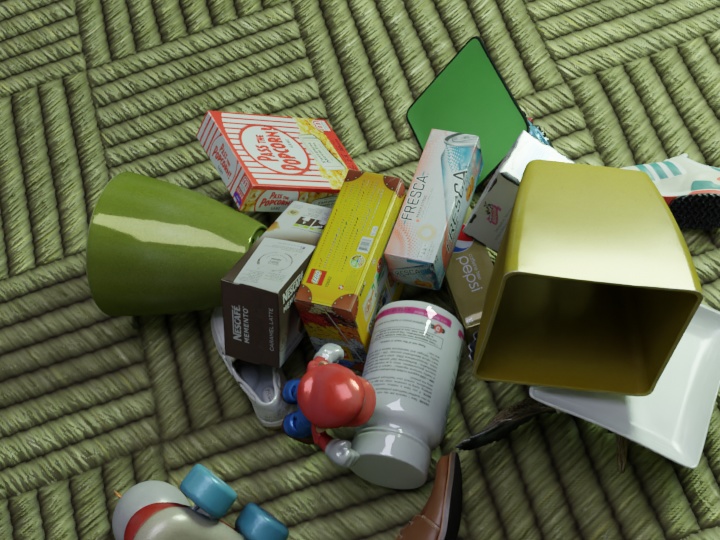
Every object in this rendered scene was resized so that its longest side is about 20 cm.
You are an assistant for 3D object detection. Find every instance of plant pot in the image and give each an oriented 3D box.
[{"bbox_3d":[-0.220,-0.022,1.725,0.197,0.188,0.189,8,59,17],"label":"plant pot"},{"bbox_3d":[0.231,-0.002,1.420,0.197,0.201,0.178,6,54,-3],"label":"plant pot"}]

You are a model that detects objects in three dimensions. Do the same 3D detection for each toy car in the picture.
[{"bbox_3d":[-0.217,0.311,1.556,0.185,0.177,0.199,-53,33,-6],"label":"toy car"}]

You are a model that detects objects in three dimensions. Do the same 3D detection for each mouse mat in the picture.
[{"bbox_3d":[0.141,-0.200,1.808,0.161,0.007,0.201,-46,48,28],"label":"mouse mat"}]

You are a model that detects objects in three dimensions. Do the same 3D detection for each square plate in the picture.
[{"bbox_3d":[0.304,0.101,1.495,0.196,0.029,0.201,24,60,5],"label":"square plate"}]

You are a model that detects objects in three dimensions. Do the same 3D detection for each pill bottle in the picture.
[{"bbox_3d":[0.052,0.148,1.598,0.112,0.114,0.202,5,59,16],"label":"pill bottle"}]

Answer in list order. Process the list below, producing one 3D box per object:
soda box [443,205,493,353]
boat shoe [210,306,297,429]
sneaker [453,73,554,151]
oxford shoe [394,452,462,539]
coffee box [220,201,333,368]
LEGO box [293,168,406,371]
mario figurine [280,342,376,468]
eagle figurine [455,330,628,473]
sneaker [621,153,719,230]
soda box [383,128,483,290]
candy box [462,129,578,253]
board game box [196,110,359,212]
[{"bbox_3d":[0.135,0.001,1.702,0.063,0.068,0.202,-19,55,-1],"label":"soda box"},{"bbox_3d":[-0.139,0.104,1.696,0.070,0.070,0.201,-30,55,-6],"label":"boat shoe"},{"bbox_3d":[0.174,-0.188,1.810,0.095,0.080,0.200,-35,57,-9],"label":"sneaker"},{"bbox_3d":[0.074,0.297,1.525,0.070,0.072,0.202,5,60,20],"label":"oxford shoe"},{"bbox_3d":[-0.092,0.014,1.673,0.079,0.116,0.200,13,34,19],"label":"coffee box"},{"bbox_3d":[0.000,0.000,1.684,0.076,0.150,0.202,11,60,19],"label":"LEGO box"},{"bbox_3d":[-0.028,0.156,1.553,0.106,0.200,0.124,-36,93,-20],"label":"mario figurine"},{"bbox_3d":[0.215,0.138,1.544,0.197,0.151,0.154,6,69,8],"label":"eagle figurine"},{"bbox_3d":[0.384,-0.108,1.728,0.197,0.071,0.094,6,41,19],"label":"sneaker"},{"bbox_3d":[0.094,-0.078,1.683,0.068,0.064,0.202,11,61,19],"label":"soda box"},{"bbox_3d":[0.240,-0.055,1.614,0.199,0.168,0.072,32,65,2],"label":"candy box"},{"bbox_3d":[-0.101,-0.142,1.792,0.198,0.047,0.152,-1,45,-39],"label":"board game box"}]
